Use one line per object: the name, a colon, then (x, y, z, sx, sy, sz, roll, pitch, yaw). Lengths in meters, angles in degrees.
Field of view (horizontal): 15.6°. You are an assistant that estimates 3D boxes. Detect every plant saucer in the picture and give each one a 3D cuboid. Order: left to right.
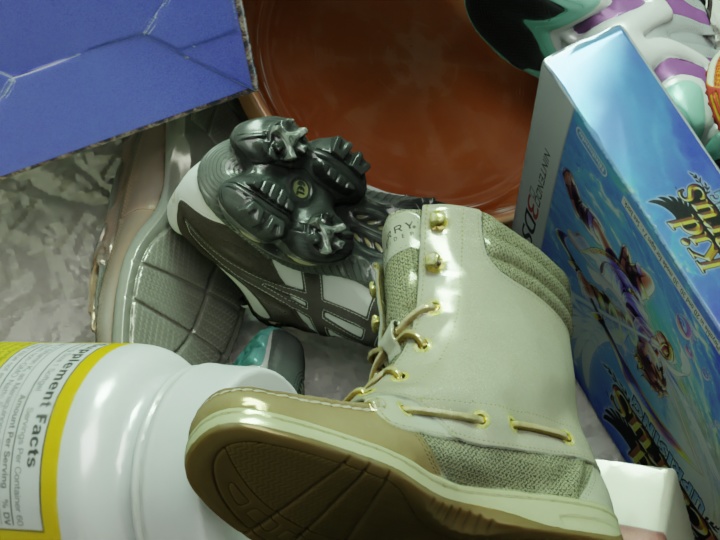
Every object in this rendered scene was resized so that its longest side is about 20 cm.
plant saucer: (0.028, -0.105, 1.285, 0.199, 0.032, 0.202, 8, 63, -16)

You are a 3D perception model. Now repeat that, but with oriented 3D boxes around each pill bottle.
pill bottle: (-0.126, 0.087, 1.103, 0.199, 0.114, 0.115, 0, 57, 29)

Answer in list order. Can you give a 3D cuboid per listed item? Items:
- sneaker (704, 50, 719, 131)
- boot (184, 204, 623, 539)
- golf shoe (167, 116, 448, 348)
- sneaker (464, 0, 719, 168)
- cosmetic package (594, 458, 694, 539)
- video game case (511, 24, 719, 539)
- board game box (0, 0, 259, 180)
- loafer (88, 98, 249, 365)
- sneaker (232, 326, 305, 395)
sneaker: (0.233, -0.092, 1.237, 0.199, 0.077, 0.073, -14, 79, -46)
boot: (0.014, 0.042, 1.068, 0.199, 0.072, 0.156, 16, 50, -29)
golf shoe: (0.000, 0.000, 1.212, 0.200, 0.094, 0.078, 37, 58, -24)
sneaker: (0.159, -0.114, 1.278, 0.200, 0.078, 0.140, 47, 55, -3)
cosmetic package: (0.075, 0.185, 1.109, 0.102, 0.087, 0.201, 4, 59, 16)
video game case: (0.136, 0.024, 1.157, 0.045, 0.182, 0.201, -24, 65, -14)
board game box: (-0.160, -0.144, 1.235, 0.158, 0.097, 0.200, -20, 37, -14)
loafer: (-0.092, -0.014, 1.242, 0.072, 0.063, 0.201, 32, 55, -34)
sneaker: (-0.027, 0.123, 1.167, 0.090, 0.078, 0.202, 9, 63, -17)
